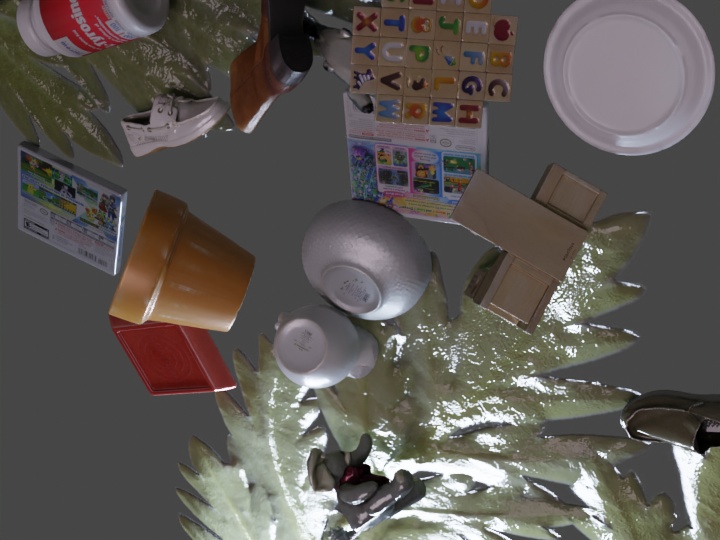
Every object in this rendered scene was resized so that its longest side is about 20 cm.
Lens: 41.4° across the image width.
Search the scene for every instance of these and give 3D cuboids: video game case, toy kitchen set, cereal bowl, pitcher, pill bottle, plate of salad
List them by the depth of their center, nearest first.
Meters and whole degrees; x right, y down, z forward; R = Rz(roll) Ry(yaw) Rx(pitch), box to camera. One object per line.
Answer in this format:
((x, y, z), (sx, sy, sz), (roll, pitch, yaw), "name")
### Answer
((0.308, -0.230, 1.096), (0.198, 0.048, 0.203), (18, 127, 25), "plate of salad")
((0.192, -0.051, 1.272), (0.162, 0.180, 0.202), (29, 92, -2), "toy kitchen set")
((0.076, -0.151, 1.283), (0.197, 0.024, 0.184), (9, 128, 18), "video game case")
((-0.365, -0.353, 1.283), (0.197, 0.113, 0.113), (-8, 121, 30), "pill bottle")
((0.000, 0.000, 1.379), (0.197, 0.084, 0.202), (15, 136, 15), "cereal bowl")
((-0.075, 0.105, 1.446), (0.170, 0.200, 0.123), (23, 93, 18), "pitcher")
((-0.485, -0.101, 1.593), (0.198, 0.022, 0.184), (25, 132, 7), "video game case")

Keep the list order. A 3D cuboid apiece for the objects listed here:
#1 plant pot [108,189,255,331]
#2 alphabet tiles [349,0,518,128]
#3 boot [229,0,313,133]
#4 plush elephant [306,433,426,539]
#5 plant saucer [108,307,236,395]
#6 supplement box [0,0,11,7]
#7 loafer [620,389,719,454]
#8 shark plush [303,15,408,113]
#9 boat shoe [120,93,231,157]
((-0.267, 0.004, 1.469), (0.181, 0.202, 0.201), (21, 133, -13), "plant pot")
((0.087, -0.258, 1.136), (0.196, 0.006, 0.169), (3, 105, -4), "alphabet tiles")
((-0.120, -0.300, 1.229), (0.199, 0.068, 0.191), (-26, 74, 62), "boot")
((-0.004, 0.361, 1.640), (0.199, 0.165, 0.156), (-36, 66, 8), "plush elephant")
((-0.345, 0.149, 1.706), (0.197, 0.037, 0.202), (-7, 121, 29), "plant saucer")
((-0.455, -0.440, 1.201), (0.199, 0.201, 0.135), (-29, 110, 39), "supplement box")
((0.463, 0.216, 1.343), (0.197, 0.070, 0.076), (-9, 120, 31), "loafer")
((-0.018, -0.259, 1.206), (0.198, 0.083, 0.092), (27, 97, 15), "shark plush")
((-0.273, -0.219, 1.367), (0.198, 0.071, 0.070), (-13, 120, 34), "boat shoe")
